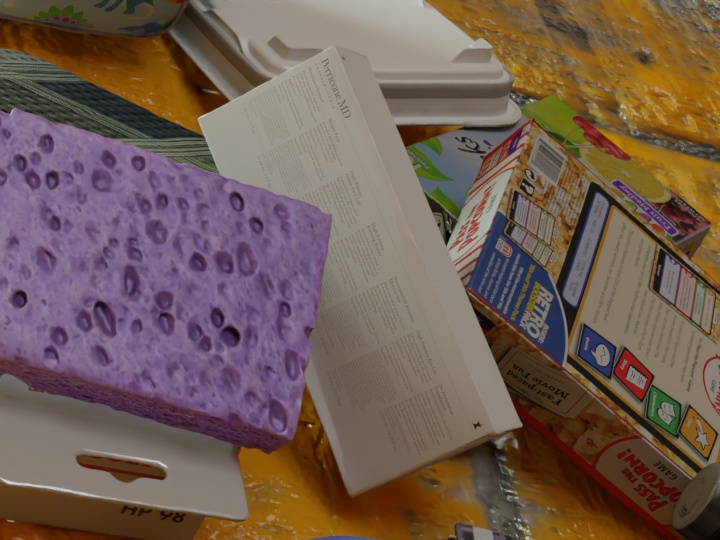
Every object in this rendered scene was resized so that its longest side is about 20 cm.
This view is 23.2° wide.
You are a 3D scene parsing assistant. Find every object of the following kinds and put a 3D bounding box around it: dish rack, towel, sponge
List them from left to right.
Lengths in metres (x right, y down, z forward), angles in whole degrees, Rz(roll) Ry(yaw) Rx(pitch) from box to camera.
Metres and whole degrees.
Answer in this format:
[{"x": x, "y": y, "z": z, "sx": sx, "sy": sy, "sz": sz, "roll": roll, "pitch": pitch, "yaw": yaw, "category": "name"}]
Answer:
[{"x": -0.155, "y": -0.069, "z": 0.883, "sx": 0.192, "sy": 0.035, "sz": 0.200, "roll": 26, "pitch": 12, "yaw": 18, "category": "towel"}, {"x": -0.113, "y": -0.002, "z": 0.730, "sx": 0.199, "sy": 0.030, "sz": 0.112, "roll": 18, "pitch": 61, "yaw": -19, "category": "sponge"}, {"x": -0.009, "y": -0.144, "z": 1.106, "sx": 0.199, "sy": 0.044, "sz": 0.172, "roll": -4, "pitch": 33, "yaw": -29, "category": "dish rack"}]

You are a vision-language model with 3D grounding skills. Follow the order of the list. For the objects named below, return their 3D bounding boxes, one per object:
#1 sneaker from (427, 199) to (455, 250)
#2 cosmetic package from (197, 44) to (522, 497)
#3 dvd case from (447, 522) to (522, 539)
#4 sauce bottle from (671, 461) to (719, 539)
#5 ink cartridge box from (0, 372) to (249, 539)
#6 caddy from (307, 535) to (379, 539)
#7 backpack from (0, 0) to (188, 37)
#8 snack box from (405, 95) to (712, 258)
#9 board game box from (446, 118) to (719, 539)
[{"x": 0.022, "y": 0.003, "z": 0.946, "sx": 0.070, "sy": 0.076, "sz": 0.200, "roll": 2, "pitch": 41, "yaw": -35, "category": "sneaker"}, {"x": 0.000, "y": 0.000, "z": 0.852, "sx": 0.051, "sy": 0.082, "sz": 0.201, "roll": -1, "pitch": 67, "yaw": -67, "category": "cosmetic package"}, {"x": 0.138, "y": 0.201, "z": 0.822, "sx": 0.199, "sy": 0.016, "sz": 0.149, "roll": 18, "pitch": 35, "yaw": -16, "category": "dvd case"}, {"x": 0.246, "y": 0.169, "z": 0.882, "sx": 0.200, "sy": 0.066, "sz": 0.066, "roll": 33, "pitch": 33, "yaw": -5, "category": "sauce bottle"}, {"x": -0.125, "y": 0.051, "z": 0.780, "sx": 0.115, "sy": 0.067, "sz": 0.200, "roll": 13, "pitch": 36, "yaw": -24, "category": "ink cartridge box"}, {"x": 0.022, "y": 0.191, "z": 0.664, "sx": 0.141, "sy": 0.105, "sz": 0.200, "roll": -4, "pitch": 46, "yaw": -39, "category": "caddy"}, {"x": -0.158, "y": -0.241, "z": 1.022, "sx": 0.182, "sy": 0.200, "sz": 0.147, "roll": 6, "pitch": 39, "yaw": -28, "category": "backpack"}, {"x": 0.111, "y": -0.031, "z": 1.080, "sx": 0.142, "sy": 0.053, "sz": 0.200, "roll": 41, "pitch": 36, "yaw": 20, "category": "snack box"}, {"x": 0.134, "y": 0.034, "z": 0.945, "sx": 0.200, "sy": 0.046, "sz": 0.152, "roll": 40, "pitch": 42, "yaw": -12, "category": "board game box"}]
